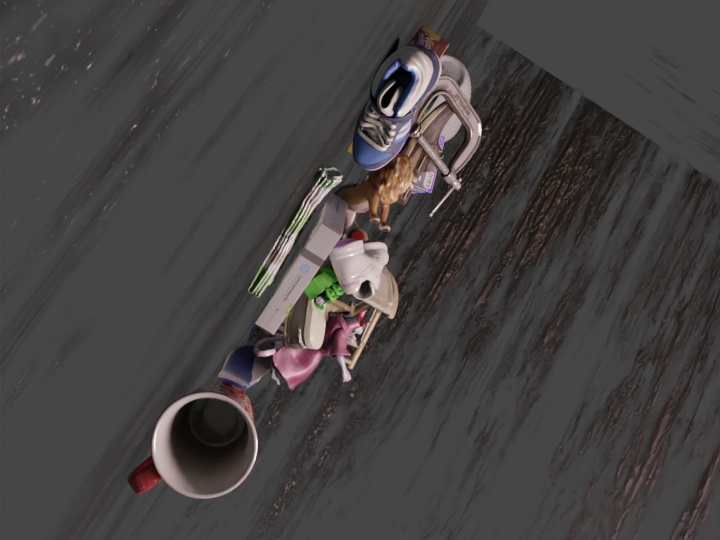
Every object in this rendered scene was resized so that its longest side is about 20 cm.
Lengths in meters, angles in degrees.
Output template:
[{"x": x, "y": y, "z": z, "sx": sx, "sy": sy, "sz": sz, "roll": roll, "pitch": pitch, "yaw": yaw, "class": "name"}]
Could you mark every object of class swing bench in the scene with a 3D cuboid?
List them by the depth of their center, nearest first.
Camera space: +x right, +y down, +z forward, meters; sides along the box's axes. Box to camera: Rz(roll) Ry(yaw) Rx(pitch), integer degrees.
[{"x": -0.043, "y": 0.057, "z": 1.315, "sx": 0.200, "sy": 0.198, "sz": 0.130, "roll": -50, "pitch": -134, "yaw": 10, "class": "swing bench"}]

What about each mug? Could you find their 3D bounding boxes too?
[{"x": -0.230, "y": 0.224, "z": 0.940, "sx": 0.200, "sy": 0.175, "sz": 0.135, "roll": 173, "pitch": -87, "yaw": -83, "class": "mug"}, {"x": 0.143, "y": -0.365, "z": 1.435, "sx": 0.199, "sy": 0.149, "sz": 0.175, "roll": -27, "pitch": 169, "yaw": -10, "class": "mug"}]

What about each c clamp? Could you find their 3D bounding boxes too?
[{"x": 0.132, "y": -0.208, "z": 1.091, "sx": 0.171, "sy": 0.200, "sz": 0.027, "roll": -48, "pitch": -137, "yaw": -7, "class": "c clamp"}]

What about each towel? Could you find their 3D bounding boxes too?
[{"x": -0.089, "y": -0.058, "z": 0.972, "sx": 0.201, "sy": 0.031, "sz": 0.149, "roll": -58, "pitch": 180, "yaw": 10, "class": "towel"}]

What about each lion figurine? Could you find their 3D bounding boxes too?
[{"x": 0.004, "y": -0.119, "z": 1.129, "sx": 0.198, "sy": 0.072, "sz": 0.124, "roll": -13, "pitch": -116, "yaw": 35, "class": "lion figurine"}]

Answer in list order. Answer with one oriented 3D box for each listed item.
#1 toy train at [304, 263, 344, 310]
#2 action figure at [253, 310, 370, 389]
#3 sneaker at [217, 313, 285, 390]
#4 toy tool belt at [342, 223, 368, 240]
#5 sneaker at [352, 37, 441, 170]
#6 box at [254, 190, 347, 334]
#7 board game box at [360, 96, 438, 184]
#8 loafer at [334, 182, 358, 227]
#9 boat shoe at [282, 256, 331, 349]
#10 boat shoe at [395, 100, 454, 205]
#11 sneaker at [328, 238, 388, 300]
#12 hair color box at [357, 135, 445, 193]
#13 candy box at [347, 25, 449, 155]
[{"x": -0.042, "y": 0.014, "z": 1.137, "sx": 0.042, "sy": 0.057, "sz": 0.200, "roll": -39, "pitch": 180, "yaw": 23, "class": "toy train"}, {"x": -0.074, "y": 0.124, "z": 1.202, "sx": 0.199, "sy": 0.149, "sz": 0.134, "roll": -37, "pitch": -161, "yaw": 2, "class": "action figure"}, {"x": -0.211, "y": 0.175, "z": 1.302, "sx": 0.116, "sy": 0.080, "sz": 0.200, "roll": -60, "pitch": -179, "yaw": 38, "class": "sneaker"}, {"x": -0.063, "y": -0.022, "z": 1.394, "sx": 0.200, "sy": 0.125, "sz": 0.123, "roll": -40, "pitch": 175, "yaw": -4, "class": "toy tool belt"}, {"x": 0.030, "y": -0.214, "z": 0.906, "sx": 0.201, "sy": 0.080, "sz": 0.146, "roll": -54, "pitch": 175, "yaw": 27, "class": "sneaker"}, {"x": -0.093, "y": -0.015, "z": 1.066, "sx": 0.201, "sy": 0.041, "sz": 0.156, "roll": -53, "pitch": -168, "yaw": 19, "class": "box"}, {"x": 0.067, "y": -0.227, "z": 1.167, "sx": 0.200, "sy": 0.023, "sz": 0.105, "roll": -50, "pitch": -171, "yaw": 39, "class": "board game box"}, {"x": -0.030, "y": -0.137, "z": 1.346, "sx": 0.201, "sy": 0.068, "sz": 0.071, "roll": -80, "pitch": -166, "yaw": -74, "class": "loafer"}, {"x": -0.090, "y": 0.043, "z": 1.152, "sx": 0.072, "sy": 0.060, "sz": 0.203, "roll": 58, "pitch": 31, "yaw": -48, "class": "boat shoe"}, {"x": 0.108, "y": -0.199, "z": 1.154, "sx": 0.201, "sy": 0.073, "sz": 0.075, "roll": -52, "pitch": -175, "yaw": 24, "class": "boat shoe"}, {"x": 0.000, "y": 0.000, "z": 1.115, "sx": 0.074, "sy": 0.101, "sz": 0.200, "roll": -16, "pitch": 176, "yaw": 20, "class": "sneaker"}, {"x": 0.074, "y": -0.208, "z": 1.297, "sx": 0.200, "sy": 0.064, "sz": 0.111, "roll": 11, "pitch": -94, "yaw": 64, "class": "hair color box"}, {"x": 0.057, "y": -0.272, "z": 1.061, "sx": 0.200, "sy": 0.056, "sz": 0.117, "roll": -53, "pitch": -175, "yaw": 49, "class": "candy box"}]
